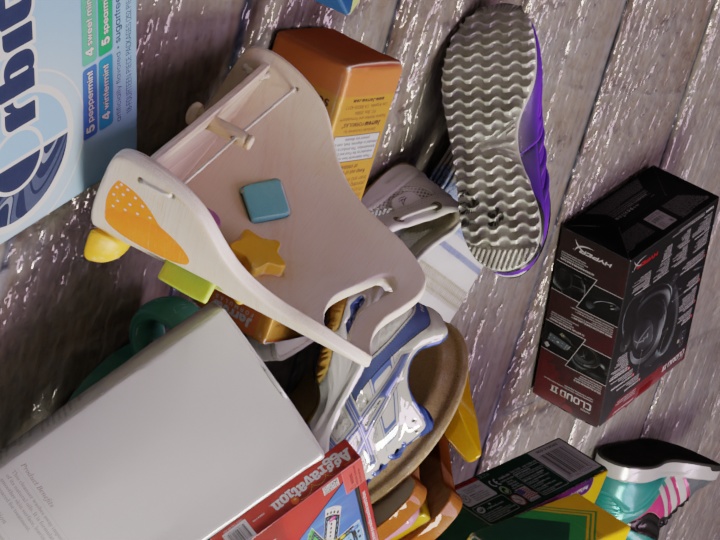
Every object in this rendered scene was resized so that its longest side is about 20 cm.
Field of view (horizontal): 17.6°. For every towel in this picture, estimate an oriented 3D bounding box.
[{"bbox_3d":[0.065,-0.023,1.783,0.200,0.024,0.147,-60,155,0],"label":"towel"}]

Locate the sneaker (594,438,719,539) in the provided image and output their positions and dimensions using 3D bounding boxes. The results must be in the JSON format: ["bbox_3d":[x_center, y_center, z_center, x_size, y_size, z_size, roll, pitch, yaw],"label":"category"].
[{"bbox_3d":[0.284,0.238,2.314,0.200,0.084,0.121,3,107,-52],"label":"sneaker"}]

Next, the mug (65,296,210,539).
[{"bbox_3d":[-0.121,0.127,1.503,0.152,0.114,0.185,-51,151,-20],"label":"mug"}]

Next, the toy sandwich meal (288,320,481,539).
[{"bbox_3d":[0.014,0.122,1.647,0.070,0.205,0.205,46,71,-28],"label":"toy sandwich meal"}]

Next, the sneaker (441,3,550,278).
[{"bbox_3d":[0.103,-0.090,1.693,0.100,0.069,0.201,39,50,-72],"label":"sneaker"}]

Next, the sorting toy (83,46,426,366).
[{"bbox_3d":[-0.051,-0.018,1.379,0.107,0.180,0.200,-57,175,30],"label":"sorting toy"}]

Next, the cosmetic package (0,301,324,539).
[{"bbox_3d":[-0.134,0.119,1.396,0.200,0.113,0.081,-34,-173,-7],"label":"cosmetic package"}]

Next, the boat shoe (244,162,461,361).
[{"bbox_3d":[0.000,0.000,1.642,0.200,0.069,0.071,-45,149,-29],"label":"boat shoe"}]

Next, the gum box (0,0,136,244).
[{"bbox_3d":[-0.201,-0.094,1.246,0.200,0.044,0.170,-38,145,-40],"label":"gum box"}]

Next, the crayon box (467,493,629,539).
[{"bbox_3d":[0.110,0.282,1.776,0.172,0.058,0.200,-9,126,-56],"label":"crayon box"}]

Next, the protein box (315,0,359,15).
[{"bbox_3d":[-0.075,-0.261,1.142,0.135,0.200,0.199,-55,152,-12],"label":"protein box"}]

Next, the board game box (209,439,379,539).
[{"bbox_3d":[-0.036,0.181,1.471,0.103,0.019,0.200,-35,155,-12],"label":"board game box"}]

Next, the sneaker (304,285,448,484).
[{"bbox_3d":[0.002,0.111,1.535,0.075,0.088,0.201,-123,-133,-82],"label":"sneaker"}]

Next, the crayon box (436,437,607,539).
[{"bbox_3d":[0.104,0.240,1.875,0.200,0.058,0.173,-15,132,-57],"label":"crayon box"}]

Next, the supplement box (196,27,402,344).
[{"bbox_3d":[-0.041,-0.055,1.529,0.069,0.066,0.201,-14,126,-54],"label":"supplement box"}]

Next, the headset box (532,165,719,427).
[{"bbox_3d":[0.232,0.030,2.053,0.149,0.077,0.200,-33,141,-42],"label":"headset box"}]
